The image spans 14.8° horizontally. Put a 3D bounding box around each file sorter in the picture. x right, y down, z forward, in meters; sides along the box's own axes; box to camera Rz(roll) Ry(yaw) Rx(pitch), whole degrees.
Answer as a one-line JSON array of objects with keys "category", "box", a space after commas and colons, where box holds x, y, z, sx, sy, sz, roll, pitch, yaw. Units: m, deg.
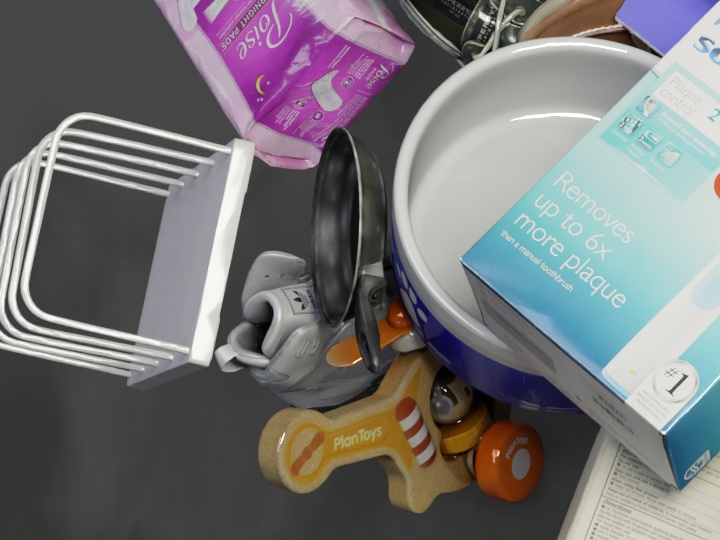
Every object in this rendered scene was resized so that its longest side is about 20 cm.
[{"category": "file sorter", "box": [-0.159, -0.012, 1.733, 0.200, 0.124, 0.139, 158, 124, -73]}]

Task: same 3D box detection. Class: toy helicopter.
[{"category": "toy helicopter", "box": [0.018, 0.076, 1.562, 0.079, 0.200, 0.133, 10, 106, 41]}]

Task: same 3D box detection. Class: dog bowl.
[{"category": "dog bowl", "box": [0.116, -0.025, 1.530, 0.199, 0.079, 0.201, 1, 65, -2]}]

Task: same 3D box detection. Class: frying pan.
[{"category": "frying pan", "box": [0.001, -0.017, 1.540, 0.190, 0.031, 0.115, -145, 58, -72]}]

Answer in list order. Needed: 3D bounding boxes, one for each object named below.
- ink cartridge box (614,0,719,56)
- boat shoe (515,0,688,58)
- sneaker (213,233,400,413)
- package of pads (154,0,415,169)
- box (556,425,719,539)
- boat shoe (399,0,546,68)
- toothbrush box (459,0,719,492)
[{"category": "ink cartridge box", "box": [0.249, -0.163, 1.465, 0.198, 0.043, 0.200, 41, 109, 26]}, {"category": "boat shoe", "box": [0.184, -0.142, 1.569, 0.200, 0.076, 0.072, -19, 73, 17]}, {"category": "sneaker", "box": [0.007, 0.016, 1.651, 0.200, 0.115, 0.075, -39, 55, 23]}, {"category": "package of pads", "box": [-0.061, -0.173, 1.800, 0.121, 0.076, 0.200, -48, 51, 20]}, {"category": "box", "box": [0.143, 0.164, 1.444, 0.095, 0.078, 0.200, 24, 59, 3]}, {"category": "boat shoe", "box": [0.085, -0.138, 1.669, 0.200, 0.071, 0.072, 31, 95, 40]}, {"category": "toothbrush box", "box": [0.174, -0.014, 1.412, 0.200, 0.085, 0.146, -43, 64, -10]}]
